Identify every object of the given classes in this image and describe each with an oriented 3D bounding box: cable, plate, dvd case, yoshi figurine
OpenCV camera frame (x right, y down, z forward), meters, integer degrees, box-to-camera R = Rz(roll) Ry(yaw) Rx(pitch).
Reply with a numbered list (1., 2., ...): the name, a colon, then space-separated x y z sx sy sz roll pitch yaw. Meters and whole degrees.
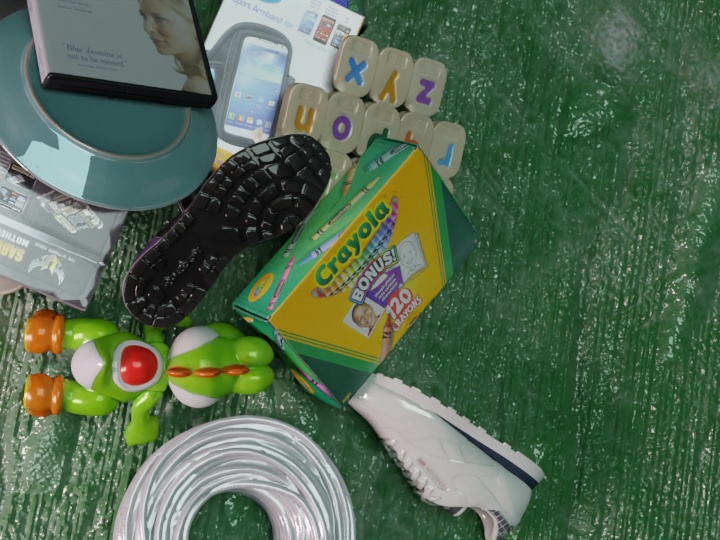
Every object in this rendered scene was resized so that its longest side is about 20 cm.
1. cable: -0.102 0.221 1.146 0.200 0.069 0.200 -43 94 -19
2. plate: -0.198 -0.135 1.079 0.200 0.026 0.200 18 49 -22
3. dvd case: -0.198 -0.219 1.112 0.142 0.018 0.200 3 56 -33
4. yoshi figurine: -0.170 0.078 1.150 0.200 0.113 0.112 1 40 -2

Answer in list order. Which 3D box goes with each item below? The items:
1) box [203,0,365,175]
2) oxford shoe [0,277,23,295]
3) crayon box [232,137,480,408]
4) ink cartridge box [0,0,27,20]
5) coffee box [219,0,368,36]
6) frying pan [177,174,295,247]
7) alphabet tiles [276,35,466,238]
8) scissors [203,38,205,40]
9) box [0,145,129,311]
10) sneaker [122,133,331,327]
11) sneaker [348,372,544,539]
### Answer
1. box: -0.080 -0.170 1.188 0.119 0.041 0.200 23 85 -10
2. oxford shoe: -0.355 -0.034 1.118 0.200 0.058 0.075 24 74 -13
3. crayon box: 0.000 0.000 1.176 0.200 0.058 0.119 -50 126 -17
4. ink cartridge box: -0.377 -0.246 1.130 0.200 0.084 0.146 -32 92 -18
5. coffee box: -0.078 -0.297 1.246 0.123 0.044 0.200 -13 86 -17
6. frying pan: -0.087 -0.044 1.215 0.115 0.031 0.190 -28 87 -17
7. alphabet tiles: 0.007 -0.096 1.203 0.200 0.015 0.196 9 95 -39
8. scissors: -0.188 -0.144 1.205 0.073 0.014 0.200 26 77 -9
9. box: -0.276 -0.078 1.090 0.200 0.048 0.159 24 84 -18
10. sneaker: -0.114 -0.043 1.124 0.200 0.088 0.076 -39 106 -1
11. sneaker: 0.062 0.158 1.204 0.200 0.076 0.081 33 83 -8
